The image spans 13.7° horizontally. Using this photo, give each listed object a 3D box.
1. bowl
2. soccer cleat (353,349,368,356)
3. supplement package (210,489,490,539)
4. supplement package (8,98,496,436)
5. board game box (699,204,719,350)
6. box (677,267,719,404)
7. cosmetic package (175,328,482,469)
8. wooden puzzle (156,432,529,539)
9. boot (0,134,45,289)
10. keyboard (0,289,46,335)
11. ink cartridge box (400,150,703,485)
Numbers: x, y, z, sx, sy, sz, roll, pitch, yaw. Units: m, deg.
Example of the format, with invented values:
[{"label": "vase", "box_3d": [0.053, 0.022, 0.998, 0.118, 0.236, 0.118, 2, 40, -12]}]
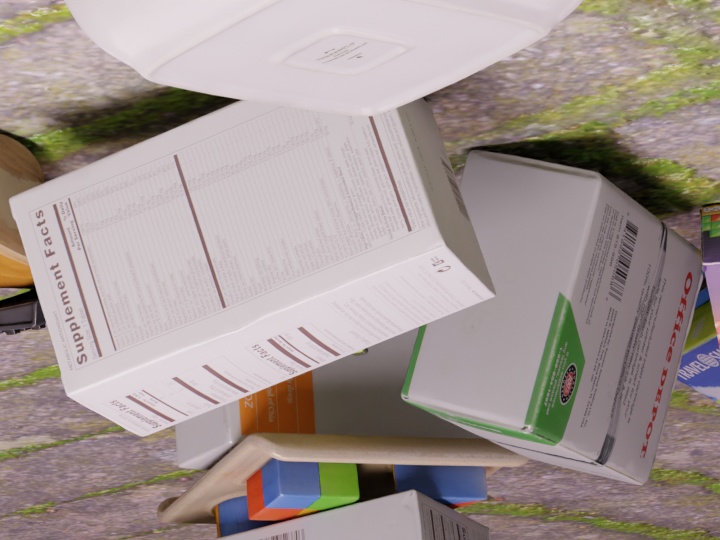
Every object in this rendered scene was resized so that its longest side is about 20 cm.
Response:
[{"label": "bowl", "box_3d": [-0.008, -0.123, 1.234, 0.200, 0.075, 0.200, 8, 160, -39]}, {"label": "soccer cleat", "box_3d": [0.001, -0.001, 1.747, 0.084, 0.065, 0.200, 33, 157, -15]}, {"label": "supplement package", "box_3d": [-0.022, 0.241, 1.864, 0.200, 0.156, 0.111, -16, 156, 23]}, {"label": "supplement package", "box_3d": [-0.053, -0.012, 1.475, 0.200, 0.114, 0.110, -21, 161, 10]}, {"label": "board game box", "box_3d": [0.309, 0.029, 1.749, 0.200, 0.057, 0.165, -8, 130, 12]}, {"label": "box", "box_3d": [0.281, 0.066, 1.884, 0.200, 0.048, 0.122, 29, 158, -8]}, {"label": "cosmetic package", "box_3d": [-0.018, 0.077, 1.915, 0.200, 0.102, 0.071, 5, 162, -32]}, {"label": "wooden puzzle", "box_3d": [-0.012, 0.145, 1.890, 0.185, 0.046, 0.200, 3, 163, -23]}, {"label": "boot", "box_3d": [-0.219, -0.014, 1.575, 0.144, 0.071, 0.201, -18, 167, 23]}, {"label": "keyboard", "box_3d": [-0.133, 0.009, 1.660, 0.127, 0.021, 0.200, -12, -175, 30]}, {"label": "ink cartridge box", "box_3d": [0.112, 0.030, 1.665, 0.083, 0.147, 0.200, 12, 172, 26]}]
